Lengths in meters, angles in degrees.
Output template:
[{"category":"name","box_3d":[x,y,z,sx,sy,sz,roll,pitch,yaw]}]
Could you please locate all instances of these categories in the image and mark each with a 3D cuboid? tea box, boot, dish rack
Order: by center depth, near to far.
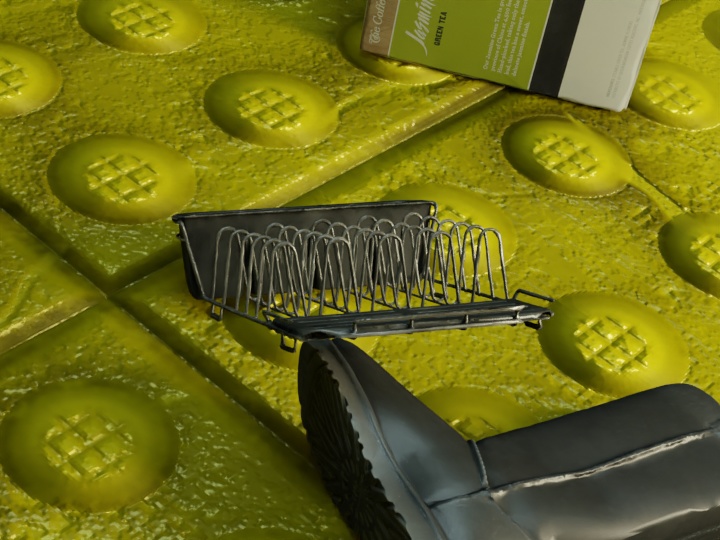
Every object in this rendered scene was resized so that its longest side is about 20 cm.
[{"category":"boot","box_3d":[0.086,0.083,0.757,0.199,0.066,0.165,-13,54,-23]},{"category":"dish rack","box_3d":[0.000,0.000,0.780,0.152,0.055,0.200,-6,9,-21]},{"category":"tea box","box_3d":[0.116,-0.239,1.094,0.195,0.134,0.201,14,39,2]}]
